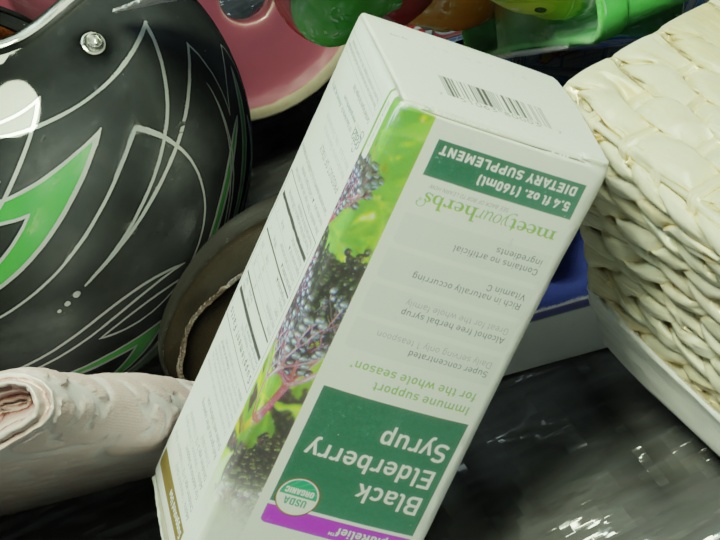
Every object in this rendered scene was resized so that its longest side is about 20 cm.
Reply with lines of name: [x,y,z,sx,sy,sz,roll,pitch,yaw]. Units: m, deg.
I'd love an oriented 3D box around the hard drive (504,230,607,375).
hard drive: [0.103,-0.033,1.147,0.132,0.025,0.200,-16,29,12]

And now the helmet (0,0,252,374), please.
helmet: [-0.142,-0.040,1.157,0.191,0.200,0.200,9,37,12]

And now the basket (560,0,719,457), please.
basket: [0.169,-0.007,0.932,0.136,0.123,0.200,-30,36,-12]

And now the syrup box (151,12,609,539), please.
syrup box: [0.002,0.022,0.947,0.079,0.200,0.081,17,22,-19]

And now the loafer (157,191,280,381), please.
loafer: [0.000,0.000,1.079,0.200,0.073,0.071,-37,32,20]

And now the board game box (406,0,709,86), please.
board game box: [0.082,-0.091,1.170,0.200,0.062,0.200,-14,28,15]

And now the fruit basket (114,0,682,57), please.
fruit basket: [0.025,-0.113,1.026,0.200,0.094,0.185,-17,6,-19]

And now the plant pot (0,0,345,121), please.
plant pot: [-0.083,-0.160,1.311,0.200,0.200,0.179,-27,29,-8]

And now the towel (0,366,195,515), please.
towel: [-0.155,0.073,1.026,0.191,0.032,0.200,-16,-9,18]
